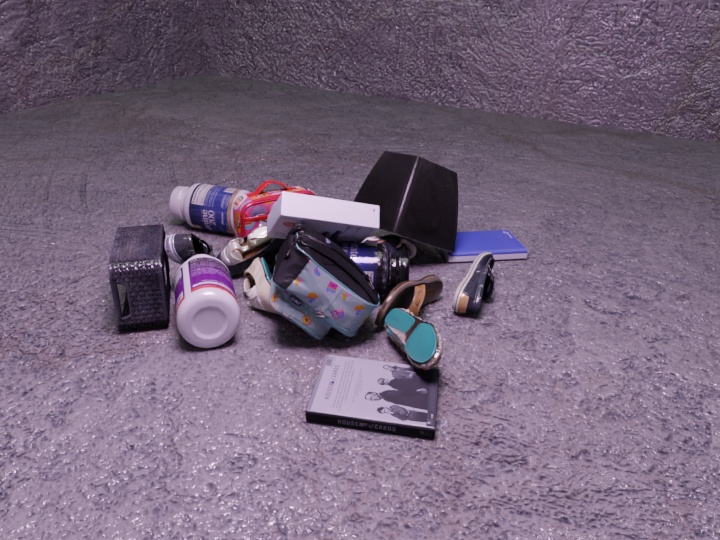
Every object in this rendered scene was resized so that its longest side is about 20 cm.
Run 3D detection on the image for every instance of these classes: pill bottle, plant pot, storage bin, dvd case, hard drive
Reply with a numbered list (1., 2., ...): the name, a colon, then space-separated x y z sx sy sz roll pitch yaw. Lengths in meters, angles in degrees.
1. pill bottle: 0.000 0.000 1.243 0.194 0.115 0.112 2 26 -1
2. plant pot: 0.114 -0.167 1.410 0.197 0.182 0.198 13 6 -37
3. storage bin: -0.419 0.008 1.166 0.091 0.138 0.201 -5 27 -15
4. dvd case: 0.024 0.194 0.958 0.194 0.025 0.151 6 27 8
5. pill bottle: -0.289 0.047 1.128 0.110 0.115 0.201 -6 28 -16
6. hard drive: 0.291 -0.062 1.487 0.194 0.026 0.133 -3 27 -10
7. pill bottle: -0.376 -0.158 1.531 0.195 0.114 0.111 10 27 15

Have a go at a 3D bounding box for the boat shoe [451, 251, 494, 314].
1. boat shoe: 0.248 0.028 1.256 0.061 0.076 0.200 18 35 19

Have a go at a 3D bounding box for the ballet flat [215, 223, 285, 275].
1. ballet flat: -0.240 -0.052 1.296 0.196 0.074 0.073 -25 28 1

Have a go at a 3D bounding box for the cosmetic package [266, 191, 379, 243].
1. cosmetic package: -0.077 -0.097 1.207 0.195 0.053 0.151 6 -17 -18

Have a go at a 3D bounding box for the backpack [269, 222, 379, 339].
1. backpack: -0.067 0.033 1.105 0.197 0.155 0.176 29 12 -15

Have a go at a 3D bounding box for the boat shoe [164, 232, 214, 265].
1. boat shoe: -0.339 -0.036 1.262 0.055 0.071 0.200 -11 -8 6

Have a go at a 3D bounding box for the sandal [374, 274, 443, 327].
1. sandal: 0.105 0.064 1.183 0.054 0.083 0.197 37 34 31

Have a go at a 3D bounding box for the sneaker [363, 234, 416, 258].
1. sneaker: 0.049 -0.036 1.358 0.078 0.080 0.198 16 27 38

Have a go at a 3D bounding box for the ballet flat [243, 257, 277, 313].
1. ballet flat: -0.199 0.041 1.217 0.068 0.071 0.200 -6 26 -17

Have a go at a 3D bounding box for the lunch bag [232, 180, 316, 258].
1. lunch bag: -0.193 -0.118 1.391 0.196 0.180 0.082 -15 28 -29

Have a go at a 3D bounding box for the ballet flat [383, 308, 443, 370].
1. ballet flat: 0.102 0.121 1.042 0.076 0.064 0.200 -45 25 2

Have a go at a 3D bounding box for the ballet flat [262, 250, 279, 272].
1. ballet flat: -0.123 -0.044 1.327 0.195 0.058 0.067 -16 34 7
